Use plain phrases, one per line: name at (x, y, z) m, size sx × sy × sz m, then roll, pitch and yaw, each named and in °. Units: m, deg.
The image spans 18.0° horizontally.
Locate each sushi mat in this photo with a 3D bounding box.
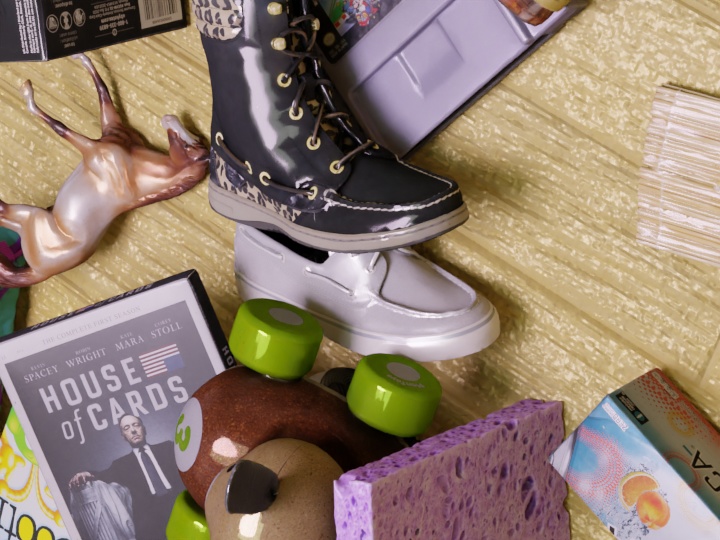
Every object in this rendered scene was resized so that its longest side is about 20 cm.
sushi mat at (0.245, -0.035, 1.270) m, size 0.199 × 0.012 × 0.096 m, roll 19°, pitch 114°, yaw 32°

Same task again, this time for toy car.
toy car at (-0.060, 0.133, 1.319) m, size 0.157 × 0.200 × 0.165 m, roll 24°, pitch 110°, yaw 13°

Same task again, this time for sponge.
sponge at (0.058, 0.151, 1.336) m, size 0.030 × 0.200 × 0.112 m, roll 5°, pitch 103°, yaw 37°

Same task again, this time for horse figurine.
horse figurine at (-0.202, -0.056, 1.549) m, size 0.133 × 0.050 × 0.200 m, roll 45°, pitch 102°, yaw 3°

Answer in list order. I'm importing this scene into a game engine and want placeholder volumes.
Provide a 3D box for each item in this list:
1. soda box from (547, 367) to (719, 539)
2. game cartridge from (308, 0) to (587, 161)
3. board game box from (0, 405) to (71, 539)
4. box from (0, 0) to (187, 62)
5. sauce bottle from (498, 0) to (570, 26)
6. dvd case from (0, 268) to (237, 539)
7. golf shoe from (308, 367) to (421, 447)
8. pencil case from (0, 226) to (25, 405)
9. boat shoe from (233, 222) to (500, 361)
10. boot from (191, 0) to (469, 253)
soda box at (0.204, 0.155, 1.311) m, size 0.200 × 0.068 × 0.064 m, roll 48°, pitch 124°, yaw 15°
game cartridge at (0.031, -0.154, 1.385) m, size 0.200 × 0.038 × 0.130 m, roll -40°, pitch 81°, yaw 36°
board game box at (-0.182, 0.136, 1.568) m, size 0.105 × 0.103 × 0.201 m, roll 36°, pitch 120°, yaw 24°
box at (-0.240, -0.204, 1.496) m, size 0.199 × 0.148 × 0.125 m, roll 2°, pitch 104°, yaw 35°
sauce bottle at (0.147, -0.222, 1.254) m, size 0.200 × 0.066 × 0.066 m, roll -45°, pitch 75°, yaw 21°
dvd case at (-0.133, 0.114, 1.456) m, size 0.150 × 0.025 × 0.201 m, roll -19°, pitch 101°, yaw 18°
golf shoe at (0.002, 0.159, 1.469) m, size 0.094 × 0.077 × 0.201 m, roll -1°, pitch 100°, yaw 54°
pencil case at (-0.290, 0.057, 1.638) m, size 0.092 × 0.085 × 0.201 m, roll 47°, pitch 131°, yaw 54°
boat shoe at (0.000, 0.000, 1.421) m, size 0.199 × 0.072 × 0.069 m, roll 22°, pitch 131°, yaw 41°
boot at (-0.027, -0.098, 1.369) m, size 0.203 × 0.073 × 0.155 m, roll 13°, pitch 119°, yaw 43°
